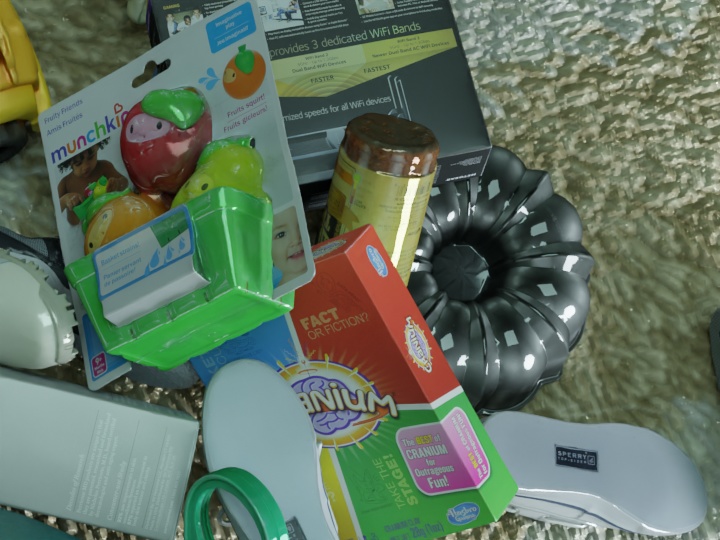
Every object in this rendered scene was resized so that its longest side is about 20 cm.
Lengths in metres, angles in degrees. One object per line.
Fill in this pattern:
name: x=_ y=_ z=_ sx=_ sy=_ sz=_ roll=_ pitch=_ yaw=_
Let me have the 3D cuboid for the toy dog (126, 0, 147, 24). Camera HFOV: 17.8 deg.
toy dog: x=-0.197 y=-0.293 z=1.543 sx=0.200 sy=0.140 sz=0.194 roll=30 pitch=89 yaw=7

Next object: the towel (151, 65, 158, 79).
towel: x=-0.072 y=-0.172 z=1.591 sx=0.111 sy=0.049 sz=0.200 roll=20 pitch=73 yaw=-7

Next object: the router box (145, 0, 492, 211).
router box: x=-0.030 y=-0.123 z=1.522 sx=0.199 sy=0.052 sz=0.158 roll=-11 pitch=71 yaw=-10

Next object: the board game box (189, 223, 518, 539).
board game box: x=-0.012 y=0.084 z=1.460 sx=0.200 sy=0.153 sz=0.040 roll=60 pitch=35 yaw=-13

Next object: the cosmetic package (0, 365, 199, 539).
cosmetic package: x=-0.208 y=0.108 z=1.457 sx=0.199 sy=0.107 sz=0.090 roll=11 pitch=89 yaw=-6

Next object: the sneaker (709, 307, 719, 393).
sneaker: x=0.295 y=0.116 z=1.584 sx=0.071 sy=0.073 sz=0.201 roll=-5 pitch=77 yaw=-10

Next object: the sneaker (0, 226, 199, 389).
sneaker: x=-0.178 y=-0.010 z=1.519 sx=0.200 sy=0.075 sz=0.114 roll=28 pitch=67 yaw=-5

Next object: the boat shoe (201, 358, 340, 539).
boat shoe: x=-0.047 y=0.156 z=1.446 sx=0.074 sy=0.086 sz=0.202 roll=-23 pitch=82 yaw=-13

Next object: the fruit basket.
fruit basket: x=-0.121 y=-0.049 z=1.417 sx=0.185 sy=0.094 sz=0.200 roll=-25 pitch=70 yaw=27

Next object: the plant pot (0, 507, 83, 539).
plant pot: x=-0.256 y=0.224 z=1.390 sx=0.188 sy=0.200 sz=0.200 roll=26 pitch=72 yaw=12

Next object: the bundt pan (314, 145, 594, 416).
bundt pan: x=0.071 y=0.000 z=1.565 sx=0.201 sy=0.076 sz=0.202 roll=3 pitch=76 yaw=-12

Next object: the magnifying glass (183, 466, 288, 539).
magnifying glass: x=-0.095 y=0.197 z=1.424 sx=0.022 sy=0.200 sz=0.080 roll=-22 pitch=61 yaw=-38

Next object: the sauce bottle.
sauce bottle: x=0.000 y=0.000 z=1.473 sx=0.066 sy=0.066 sz=0.200 roll=10 pitch=114 yaw=-9

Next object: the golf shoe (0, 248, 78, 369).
golf shoe: x=-0.269 y=0.026 z=1.430 sx=0.200 sy=0.078 sz=0.097 roll=18 pitch=33 yaw=31

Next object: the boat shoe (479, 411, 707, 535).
boat shoe: x=0.143 y=0.137 z=1.552 sx=0.200 sy=0.065 sz=0.074 roll=20 pitch=64 yaw=-28

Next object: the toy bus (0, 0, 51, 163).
toy bus: x=-0.298 y=-0.134 z=1.460 sx=0.200 sy=0.192 sz=0.136 roll=-22 pitch=80 yaw=-18
